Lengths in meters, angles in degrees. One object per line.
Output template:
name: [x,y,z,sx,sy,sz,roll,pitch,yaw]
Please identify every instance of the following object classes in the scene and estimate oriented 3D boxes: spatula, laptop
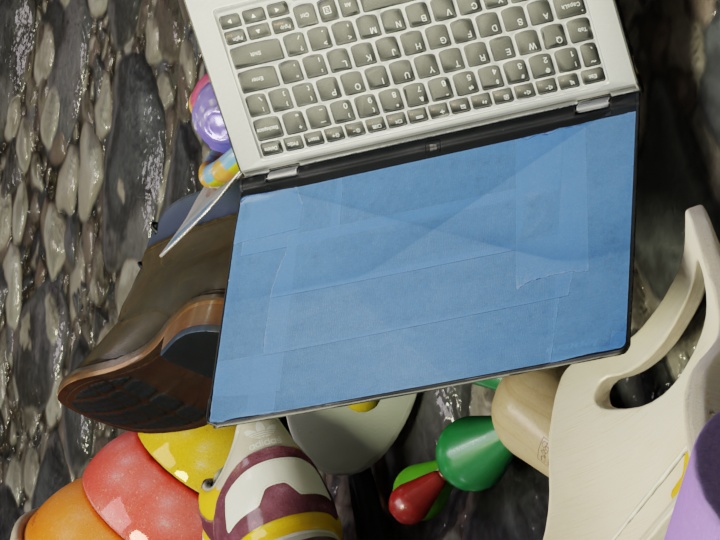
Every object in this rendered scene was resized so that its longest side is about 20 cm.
spatula: [-0.014,0.078,1.392,0.020,0.056,0.201,-30,57,16]
laptop: [0.009,-0.063,1.093,0.116,0.186,0.201,-48,-56,-62]

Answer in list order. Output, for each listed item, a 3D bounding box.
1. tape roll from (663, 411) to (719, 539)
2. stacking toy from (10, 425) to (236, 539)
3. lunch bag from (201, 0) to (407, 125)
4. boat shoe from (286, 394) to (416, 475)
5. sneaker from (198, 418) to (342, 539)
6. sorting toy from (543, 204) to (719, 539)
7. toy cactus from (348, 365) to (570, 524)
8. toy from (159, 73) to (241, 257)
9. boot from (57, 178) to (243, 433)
tape roll: [0.181,0.106,0.763,0.200,0.199,0.066,-131,50,-57]
stacking toy: [-0.089,0.113,1.478,0.200,0.146,0.146,-58,33,18]
lunch bag: [0.012,-0.176,1.210,0.201,0.127,0.170,-66,-6,26]
boat shoe: [-0.001,-0.001,1.357,0.072,0.070,0.202,-105,19,-82]
sneaker: [-0.047,0.147,1.376,0.200,0.075,0.090,110,148,-58]
sorting toy: [0.119,0.077,1.040,0.200,0.106,0.181,122,151,-45]
toy cactus: [0.056,0.040,1.198,0.165,0.102,0.201,45,118,47]
toy: [-0.050,-0.091,1.337,0.115,0.047,0.200,-44,5,23]
boot: [-0.090,0.021,1.405,0.200,0.075,0.097,-24,45,54]
